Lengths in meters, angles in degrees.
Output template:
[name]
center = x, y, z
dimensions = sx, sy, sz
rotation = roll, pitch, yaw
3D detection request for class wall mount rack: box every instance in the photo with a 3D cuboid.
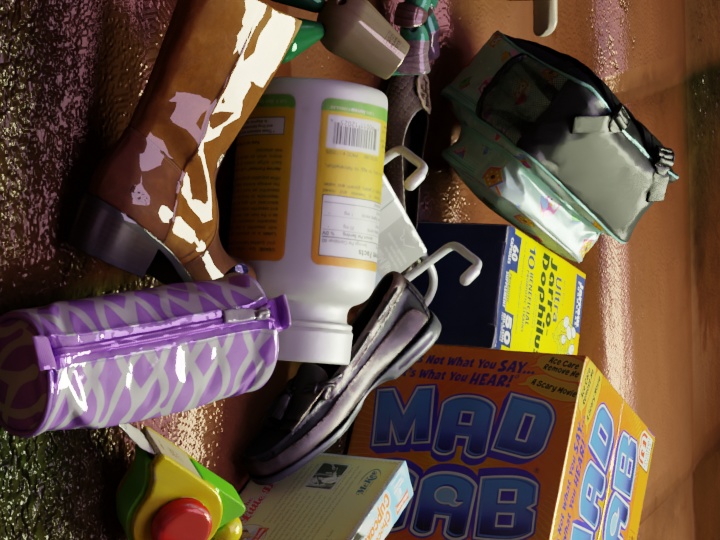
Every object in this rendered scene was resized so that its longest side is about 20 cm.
[wall mount rack]
center = 0.000, 0.000, 1.542
dimensions = 0.173, 0.075, 0.201
rotation = -38, 129, -7

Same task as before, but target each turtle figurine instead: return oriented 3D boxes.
[turtle figurine]
center = 0.041, -0.267, 1.582
dimensions = 0.149, 0.100, 0.202
rotation = -29, 124, -59

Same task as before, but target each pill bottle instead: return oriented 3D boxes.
[pill bottle]
center = -0.041, -0.034, 1.418
dimensions = 0.111, 0.110, 0.202
rotation = 10, 84, -63

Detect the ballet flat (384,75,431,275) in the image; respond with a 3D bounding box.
[ballet flat]
center = 0.040, -0.080, 1.642
dimensions = 0.067, 0.046, 0.202
rotation = 33, 63, -60

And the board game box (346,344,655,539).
[board game box]
center = 0.114, 0.194, 1.645
dimensions = 0.200, 0.198, 0.202
rotation = 43, 55, -55

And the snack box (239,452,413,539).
[snack box]
center = -0.053, 0.204, 1.410
dimensions = 0.200, 0.115, 0.037
rotation = -50, 136, -49

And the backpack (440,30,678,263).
[backpack]
center = 0.161, -0.116, 1.718
dimensions = 0.175, 0.200, 0.154
rotation = 34, 104, -36

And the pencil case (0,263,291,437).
[pencil case]
center = -0.137, 0.051, 1.207
dimensions = 0.199, 0.085, 0.085
rotation = -12, 86, -42

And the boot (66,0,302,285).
[boot]
center = -0.097, -0.084, 1.302
dimensions = 0.188, 0.068, 0.202
rotation = 27, 88, -48

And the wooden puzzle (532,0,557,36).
[wooden puzzle]
center = 0.156, -0.330, 1.802
dimensions = 0.200, 0.046, 0.187
rotation = -82, 171, -69

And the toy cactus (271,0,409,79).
[toy cactus]
center = -0.033, -0.203, 1.377
dimensions = 0.164, 0.102, 0.201
rotation = 34, 47, -12

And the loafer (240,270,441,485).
[loafer]
center = -0.024, 0.079, 1.483
dimensions = 0.200, 0.072, 0.063
rotation = -42, 115, -24

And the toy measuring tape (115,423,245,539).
[toy measuring tape]
center = -0.153, 0.141, 1.283
dimensions = 0.200, 0.073, 0.074
rotation = 40, 56, -38

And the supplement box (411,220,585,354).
[supplement box]
center = 0.115, 0.032, 1.732
dimensions = 0.200, 0.108, 0.110
rotation = 26, 70, -61
